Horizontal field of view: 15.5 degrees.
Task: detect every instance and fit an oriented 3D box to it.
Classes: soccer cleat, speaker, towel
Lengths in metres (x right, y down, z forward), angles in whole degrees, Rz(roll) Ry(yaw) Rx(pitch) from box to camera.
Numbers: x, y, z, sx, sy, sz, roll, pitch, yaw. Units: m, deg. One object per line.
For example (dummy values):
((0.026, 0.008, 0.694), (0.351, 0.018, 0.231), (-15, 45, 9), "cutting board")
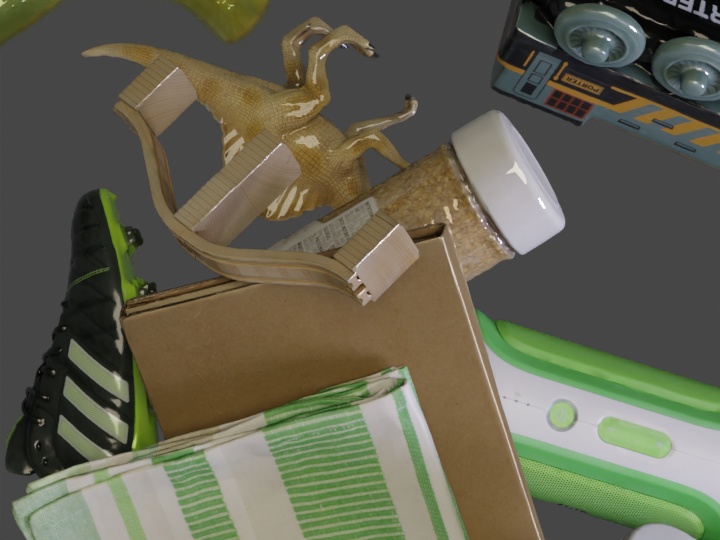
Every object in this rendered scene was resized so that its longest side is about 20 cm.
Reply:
((-0.136, 0.061, 1.301), (0.080, 0.068, 0.202), (-5, 87, 1), "soccer cleat")
((0.115, 0.080, 1.320), (0.199, 0.088, 0.089), (17, 84, -5), "speaker")
((-0.049, 0.138, 1.266), (0.199, 0.023, 0.153), (-18, 115, 7), "towel")

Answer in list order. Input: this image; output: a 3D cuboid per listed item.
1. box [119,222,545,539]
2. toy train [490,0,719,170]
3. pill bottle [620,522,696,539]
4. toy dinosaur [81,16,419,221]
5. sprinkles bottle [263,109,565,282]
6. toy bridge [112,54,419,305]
((-0.008, 0.086, 1.271), (0.162, 0.021, 0.201), (-14, 113, 11), "box")
((0.160, -0.107, 1.328), (0.199, 0.114, 0.086), (20, 61, -9), "toy train")
((0.087, 0.204, 1.233), (0.111, 0.111, 0.200), (45, 122, -2), "pill bottle")
((-0.037, -0.079, 1.327), (0.200, 0.058, 0.101), (40, 83, -3), "toy dinosaur")
((0.000, 0.000, 1.292), (0.199, 0.068, 0.069), (-31, 90, 9), "sprinkles bottle")
((-0.060, -0.035, 1.246), (0.067, 0.027, 0.200), (-45, 48, -10), "toy bridge")
